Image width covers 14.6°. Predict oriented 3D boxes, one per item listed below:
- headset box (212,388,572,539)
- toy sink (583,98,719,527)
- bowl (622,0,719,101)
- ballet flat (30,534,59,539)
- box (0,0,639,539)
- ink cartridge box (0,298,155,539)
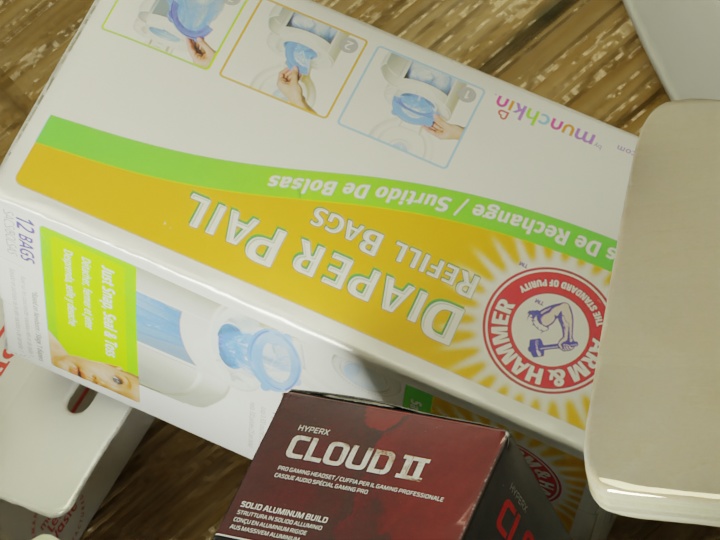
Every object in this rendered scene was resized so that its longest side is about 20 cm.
[{"bbox_3d":[0.004,0.142,0.757,0.077,0.149,0.201,10,58,32],"label":"headset box"},{"bbox_3d":[0.169,0.043,0.760,0.198,0.112,0.131,4,55,13],"label":"toy sink"},{"bbox_3d":[0.157,-0.140,0.904,0.074,0.201,0.200,3,42,-22],"label":"bowl"},{"bbox_3d":[-0.121,0.096,0.875,0.199,0.063,0.067,32,29,12],"label":"ballet flat"},{"bbox_3d":[0.000,0.000,0.849,0.199,0.113,0.102,23,64,8],"label":"box"},{"bbox_3d":[-0.134,0.032,0.973,0.199,0.068,0.116,15,62,35],"label":"ink cartridge box"}]
